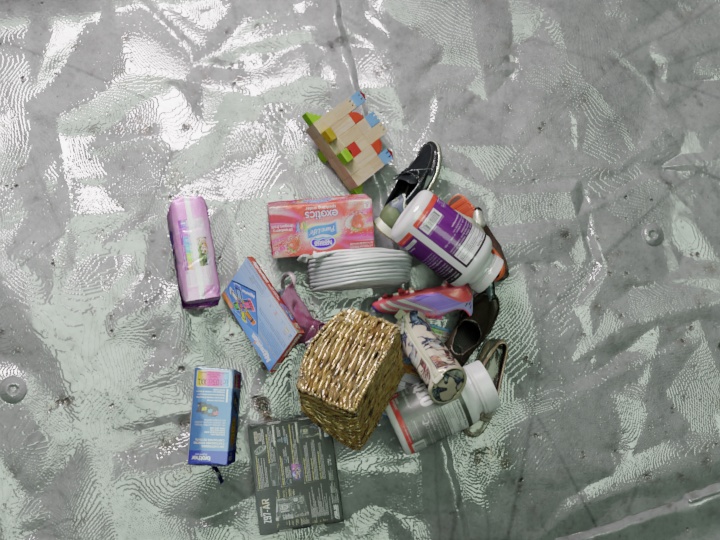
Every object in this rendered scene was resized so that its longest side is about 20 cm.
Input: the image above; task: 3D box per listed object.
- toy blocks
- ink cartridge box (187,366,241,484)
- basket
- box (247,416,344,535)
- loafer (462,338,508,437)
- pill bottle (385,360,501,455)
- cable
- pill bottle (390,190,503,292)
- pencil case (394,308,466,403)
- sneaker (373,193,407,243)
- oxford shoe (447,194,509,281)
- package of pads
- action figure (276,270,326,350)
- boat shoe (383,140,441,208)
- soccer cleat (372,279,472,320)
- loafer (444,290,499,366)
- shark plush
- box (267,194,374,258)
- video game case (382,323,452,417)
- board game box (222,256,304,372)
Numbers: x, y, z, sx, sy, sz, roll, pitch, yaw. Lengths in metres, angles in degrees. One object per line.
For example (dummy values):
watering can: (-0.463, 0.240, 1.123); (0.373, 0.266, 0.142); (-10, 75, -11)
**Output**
toy blocks: (-0.009, -0.264, 1.555); (0.137, 0.100, 0.200); (-39, 98, -21)
ink cartridge box: (-0.263, 0.280, 1.395); (0.076, 0.136, 0.201); (4, 80, -2)
basket: (-0.022, 0.189, 1.368); (0.142, 0.149, 0.200); (18, 55, 21)
box: (-0.122, 0.379, 1.445); (0.159, 0.044, 0.201); (-7, 81, -9)
loafer: (0.244, 0.228, 1.513); (0.071, 0.063, 0.201); (19, 78, -6)
pill bottle: (0.151, 0.252, 1.440); (0.199, 0.114, 0.114); (-25, 84, -2)
cable: (0.000, 0.000, 1.448); (0.199, 0.200, 0.070); (-5, 85, 15)
pill bottle: (0.161, -0.049, 1.415); (0.200, 0.112, 0.113); (37, 77, -6)
pencil case: (0.122, 0.155, 1.405); (0.089, 0.200, 0.078); (32, 105, -34)
sneaker: (0.127, -0.076, 1.509); (0.200, 0.067, 0.090); (30, 107, -22)
oxford shoe: (0.239, -0.063, 1.572); (0.071, 0.072, 0.201); (-33, 70, 26)
package of pads: (-0.314, -0.030, 1.449); (0.075, 0.120, 0.201); (-9, 81, -15)
action figure: (-0.093, 0.120, 1.480); (0.199, 0.134, 0.149); (23, 51, -3)
boat shoe: (0.104, -0.178, 1.555); (0.062, 0.074, 0.201); (33, 79, -36)
soccer cleat: (0.120, 0.068, 1.498); (0.199, 0.067, 0.077); (-12, 96, 16)
loafer: (0.223, 0.113, 1.510); (0.073, 0.071, 0.200); (33, 62, 2)
shark plush: (0.223, -0.038, 1.521); (0.091, 0.083, 0.201); (-33, 88, -44)
box: (-0.077, -0.086, 1.490); (0.199, 0.095, 0.103); (-5, 102, -7)
video game case: (0.126, 0.206, 1.524); (0.142, 0.018, 0.201); (17, 79, -4)
board game box: (-0.184, 0.079, 1.428); (0.103, 0.019, 0.200); (-52, 56, 23)
